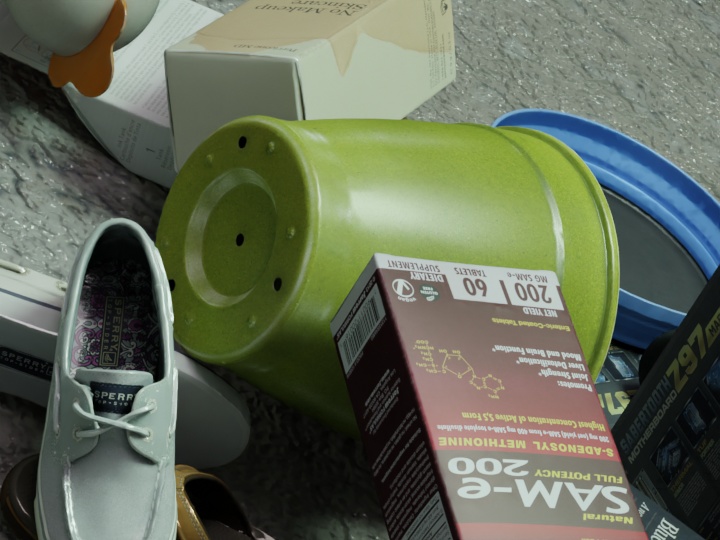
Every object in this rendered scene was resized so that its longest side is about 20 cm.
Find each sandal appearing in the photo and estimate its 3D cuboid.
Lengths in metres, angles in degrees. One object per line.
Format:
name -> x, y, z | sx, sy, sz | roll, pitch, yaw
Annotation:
sandal -> -0.081, 0.134, 1.391 | 0.199, 0.055, 0.082 | 25, 31, -2

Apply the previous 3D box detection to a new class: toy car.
toy car -> -0.176, -0.186, 1.647 | 0.184, 0.177, 0.201 | 15, 58, -35

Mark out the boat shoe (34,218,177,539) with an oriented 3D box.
boat shoe -> -0.123, 0.067, 1.351 | 0.070, 0.072, 0.202 | 0, 60, -4

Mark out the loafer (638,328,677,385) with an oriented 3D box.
loafer -> 0.235, 0.124, 1.625 | 0.072, 0.073, 0.201 | -9, 77, -49

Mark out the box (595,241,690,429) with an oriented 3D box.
box -> 0.138, 0.054, 1.699 | 0.199, 0.051, 0.158 | -5, 46, -45

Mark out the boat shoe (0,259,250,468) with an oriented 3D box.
boat shoe -> -0.148, 0.040, 1.457 | 0.199, 0.072, 0.066 | 19, 38, -6

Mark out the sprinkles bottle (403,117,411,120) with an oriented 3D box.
sprinkles bottle -> 0.042, -0.052, 1.671 | 0.068, 0.069, 0.200 | 1, 17, -40

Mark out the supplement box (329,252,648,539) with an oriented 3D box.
supplement box -> 0.064, 0.090, 1.334 | 0.108, 0.061, 0.201 | 5, 49, -28

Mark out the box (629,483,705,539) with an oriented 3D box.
box -> 0.146, 0.235, 1.397 | 0.200, 0.118, 0.197 | 37, 32, 5

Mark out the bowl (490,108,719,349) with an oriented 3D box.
bowl -> 0.158, -0.023, 1.739 | 0.200, 0.039, 0.201 | 23, 30, -14

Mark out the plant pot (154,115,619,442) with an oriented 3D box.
plant pot -> 0.000, 0.000, 1.484 | 0.192, 0.201, 0.201 | 15, 34, -41

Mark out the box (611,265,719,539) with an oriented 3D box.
box -> 0.210, 0.113, 1.524 | 0.051, 0.200, 0.158 | 1, 42, -36

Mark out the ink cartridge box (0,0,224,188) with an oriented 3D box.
ink cartridge box -> -0.135, -0.122, 1.722 | 0.199, 0.057, 0.163 | 20, 31, 7

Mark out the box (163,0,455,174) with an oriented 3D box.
box -> -0.027, -0.120, 1.639 | 0.095, 0.078, 0.200 | 5, 23, 25
